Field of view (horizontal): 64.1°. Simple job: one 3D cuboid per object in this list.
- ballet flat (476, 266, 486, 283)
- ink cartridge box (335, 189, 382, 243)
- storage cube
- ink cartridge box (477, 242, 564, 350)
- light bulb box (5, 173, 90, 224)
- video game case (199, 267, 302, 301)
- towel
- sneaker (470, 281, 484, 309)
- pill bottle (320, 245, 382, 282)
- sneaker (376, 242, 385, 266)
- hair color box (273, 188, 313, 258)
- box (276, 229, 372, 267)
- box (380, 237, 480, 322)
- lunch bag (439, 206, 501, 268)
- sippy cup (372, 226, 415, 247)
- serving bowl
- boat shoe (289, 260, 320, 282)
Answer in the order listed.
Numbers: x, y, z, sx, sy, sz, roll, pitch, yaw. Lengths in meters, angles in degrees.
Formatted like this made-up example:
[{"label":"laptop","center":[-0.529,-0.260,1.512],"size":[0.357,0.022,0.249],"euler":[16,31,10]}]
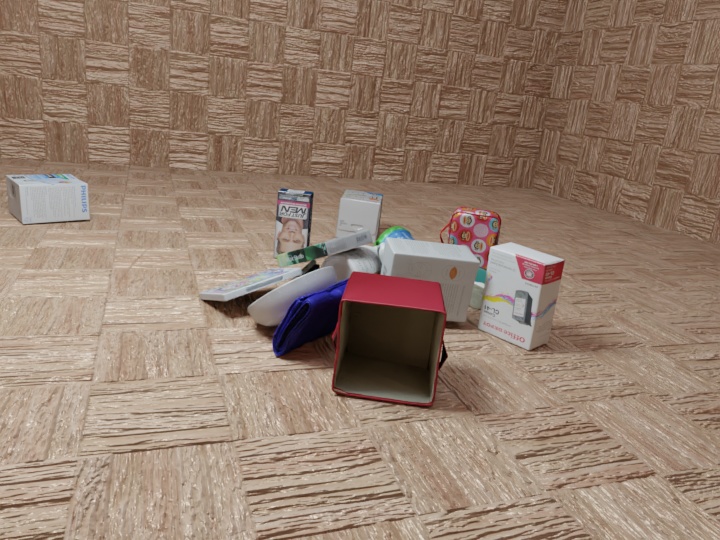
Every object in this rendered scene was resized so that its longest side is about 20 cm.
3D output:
[{"label":"ballet flat","center":[0.367,0.036,1.598],"size":[0.199,0.068,0.068],"euler":[21,10,11]},{"label":"ink cartridge box","center":[0.000,-0.199,2.079],"size":[0.146,0.146,0.200],"euler":[8,17,2]},{"label":"storage cube","center":[0.053,0.114,1.026],"size":[0.198,0.172,0.180],"euler":[7,15,2]},{"label":"ink cartridge box","center":[0.353,0.054,1.280],"size":[0.085,0.202,0.147],"euler":[-10,23,-41]},{"label":"light bulb box","center":[-1.013,-0.236,1.866],"size":[0.199,0.126,0.198],"euler":[-10,23,-41]},{"label":"video game case","center":[-0.252,0.030,1.323],"size":[0.199,0.018,0.143],"euler":[-20,11,-35]},{"label":"towel","center":[-0.081,0.083,1.128],"size":[0.050,0.148,0.200],"euler":[47,31,17]},{"label":"sneaker","center":[0.288,0.038,1.515],"size":[0.199,0.077,0.111],"euler":[11,28,37]},{"label":"pill bottle","center":[0.000,0.000,1.404],"size":[0.114,0.115,0.200],"euler":[16,20,29]},{"label":"sneaker","center":[0.124,-0.014,1.393],"size":[0.199,0.087,0.075],"euler":[33,36,-25]},{"label":"hair color box","center":[-0.197,-0.134,1.696],"size":[0.099,0.202,0.061],"euler":[6,16,2]},{"label":"box","center":[-0.088,-0.051,1.368],"size":[0.144,0.037,0.199],"euler":[-19,3,-42]},{"label":"box","center":[0.150,0.021,1.315],"size":[0.198,0.153,0.106],"euler":[6,21,-10]},{"label":"lunch bag","center":[0.327,-0.087,1.743],"size":[0.175,0.201,0.082],"euler":[10,22,12]},{"label":"sippy cup","center":[0.126,-0.039,1.651],"size":[0.177,0.140,0.130],"euler":[-28,41,-21]},{"label":"serving bowl","center":[-0.131,0.065,1.195],"size":[0.199,0.066,0.200],"euler":[-26,-6,-3]},{"label":"boat shoe","center":[-0.139,0.037,1.387],"size":[0.060,0.076,0.200],"euler":[46,37,-5]}]
